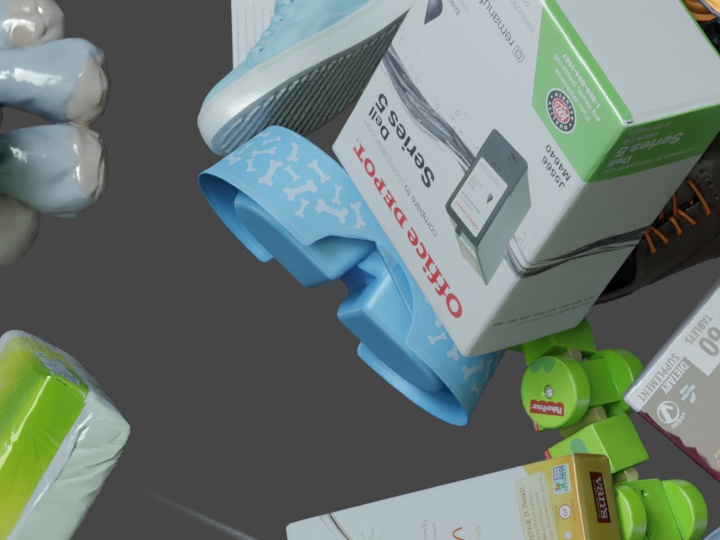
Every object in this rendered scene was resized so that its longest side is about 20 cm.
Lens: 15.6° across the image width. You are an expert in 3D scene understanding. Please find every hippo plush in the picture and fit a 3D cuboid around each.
[{"bbox_3d":[-0.245,-0.108,1.511,0.200,0.161,0.160,37,92,19],"label":"hippo plush"}]

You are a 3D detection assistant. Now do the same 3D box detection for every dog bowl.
[{"bbox_3d":[0.000,0.000,1.433,0.200,0.111,0.050,45,77,-7],"label":"dog bowl"}]

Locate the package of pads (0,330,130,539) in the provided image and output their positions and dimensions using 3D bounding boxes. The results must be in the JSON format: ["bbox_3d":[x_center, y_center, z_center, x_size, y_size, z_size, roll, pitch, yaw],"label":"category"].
[{"bbox_3d":[-0.210,0.139,1.465,0.068,0.154,0.201,32,90,-18],"label":"package of pads"}]

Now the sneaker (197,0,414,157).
[{"bbox_3d":[-0.026,-0.139,1.481,0.200,0.074,0.082,-35,67,-26],"label":"sneaker"}]

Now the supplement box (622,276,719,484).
[{"bbox_3d":[0.245,0.091,1.366,0.200,0.061,0.109,40,92,4],"label":"supplement box"}]

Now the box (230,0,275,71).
[{"bbox_3d":[-0.054,-0.207,1.539,0.041,0.039,0.201,-6,78,16],"label":"box"}]

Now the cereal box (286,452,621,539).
[{"bbox_3d":[0.053,0.187,1.399,0.199,0.039,0.145,-18,74,36],"label":"cereal box"}]

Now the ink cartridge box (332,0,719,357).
[{"bbox_3d":[0.084,-0.074,1.316,0.146,0.084,0.200,58,143,23],"label":"ink cartridge box"}]

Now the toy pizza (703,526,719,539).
[{"bbox_3d":[0.253,0.199,1.334,0.199,0.032,0.201,15,124,23],"label":"toy pizza"}]

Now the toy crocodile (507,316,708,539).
[{"bbox_3d":[0.130,0.105,1.416,0.062,0.067,0.201,-36,70,39],"label":"toy crocodile"}]

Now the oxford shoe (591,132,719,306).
[{"bbox_3d":[0.171,-0.029,1.387,0.200,0.073,0.071,-34,92,33],"label":"oxford shoe"}]

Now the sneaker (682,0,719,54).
[{"bbox_3d":[0.191,-0.182,1.293,0.112,0.078,0.201,-20,57,4],"label":"sneaker"}]
